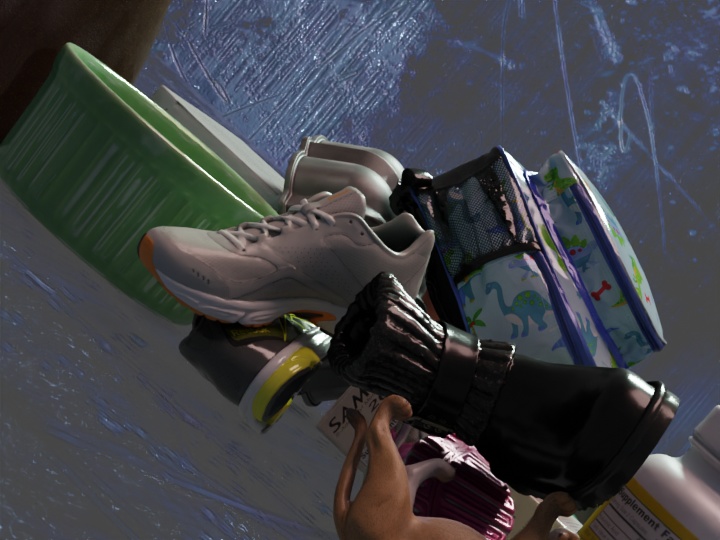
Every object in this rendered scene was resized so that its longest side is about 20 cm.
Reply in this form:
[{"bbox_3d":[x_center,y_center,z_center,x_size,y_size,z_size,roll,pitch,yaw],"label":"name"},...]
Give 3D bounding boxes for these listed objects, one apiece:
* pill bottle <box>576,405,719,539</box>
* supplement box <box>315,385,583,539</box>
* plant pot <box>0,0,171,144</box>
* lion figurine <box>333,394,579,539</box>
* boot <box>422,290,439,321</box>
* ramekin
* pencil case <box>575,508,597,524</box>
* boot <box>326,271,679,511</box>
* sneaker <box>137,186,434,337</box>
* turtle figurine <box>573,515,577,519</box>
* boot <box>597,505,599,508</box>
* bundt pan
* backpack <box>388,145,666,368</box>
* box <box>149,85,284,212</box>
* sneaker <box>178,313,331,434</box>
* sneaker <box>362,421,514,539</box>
[{"bbox_3d":[0.187,0.185,1.428,0.111,0.200,0.111,41,4,-3],"label":"pill bottle"},{"bbox_3d":[0.074,0.155,1.617,0.200,0.074,0.126,43,3,16],"label":"supplement box"},{"bbox_3d":[-0.224,-0.195,1.718,0.187,0.200,0.187,40,3,-3],"label":"plant pot"},{"bbox_3d":[0.049,0.161,1.292,0.199,0.123,0.073,26,-32,20],"label":"lion figurine"},{"bbox_3d":[0.115,0.092,1.886,0.188,0.068,0.201,30,49,-16],"label":"boot"},{"bbox_3d":[-0.153,-0.053,1.567,0.200,0.098,0.200,40,4,-3],"label":"ramekin"},{"bbox_3d":[0.136,0.111,1.818,0.200,0.089,0.078,44,19,-6],"label":"pencil case"},{"bbox_3d":[0.075,0.065,1.337,0.158,0.080,0.211,38,-20,-14],"label":"boot"},{"bbox_3d":[-0.043,-0.016,1.429,0.199,0.092,0.076,10,24,-35],"label":"sneaker"},{"bbox_3d":[0.120,0.174,1.740,0.200,0.101,0.150,48,7,-20],"label":"turtle figurine"},{"bbox_3d":[0.256,0.220,1.667,0.073,0.150,0.201,59,20,-49],"label":"boot"},{"bbox_3d":[0.000,0.000,1.700,0.075,0.204,0.202,0,-9,17],"label":"bundt pan"},{"bbox_3d":[0.131,0.026,1.641,0.183,0.146,0.201,52,18,-56],"label":"backpack"},{"bbox_3d":[-0.105,-0.036,1.792,0.152,0.106,0.200,43,4,18],"label":"box"},{"bbox_3d":[-0.065,0.045,1.490,0.085,0.075,0.200,40,4,0],"label":"sneaker"},{"bbox_3d":[0.044,0.143,1.450,0.081,0.088,0.200,38,26,-6],"label":"sneaker"}]
